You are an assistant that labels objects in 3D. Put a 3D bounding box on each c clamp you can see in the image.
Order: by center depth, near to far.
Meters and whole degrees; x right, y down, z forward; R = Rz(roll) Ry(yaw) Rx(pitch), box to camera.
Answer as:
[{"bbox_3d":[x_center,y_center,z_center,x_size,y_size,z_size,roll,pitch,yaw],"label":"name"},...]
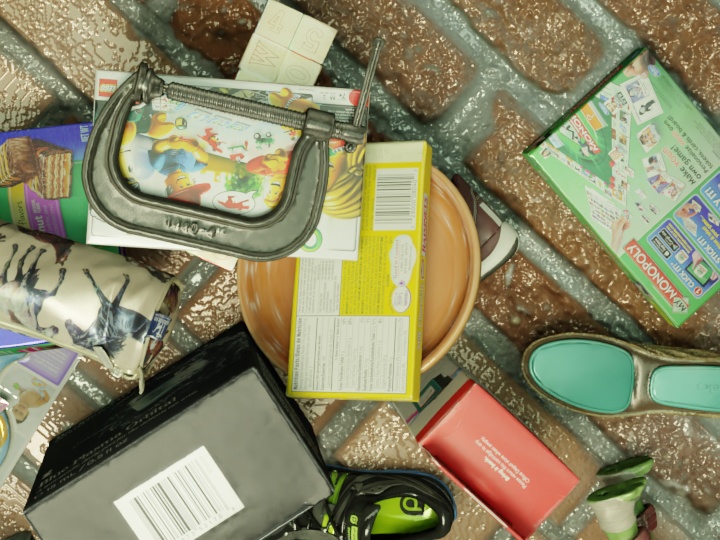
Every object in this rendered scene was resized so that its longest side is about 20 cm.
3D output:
[{"bbox_3d":[-0.094,-0.094,0.983,0.200,0.027,0.171,7,100,-9],"label":"c clamp"}]

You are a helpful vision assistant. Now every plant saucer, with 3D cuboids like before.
[{"bbox_3d":[0.000,0.000,1.093,0.200,0.037,0.200,-4,77,17],"label":"plant saucer"}]

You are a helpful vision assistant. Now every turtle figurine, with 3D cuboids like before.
[{"bbox_3d":[0.275,0.256,1.159,0.144,0.200,0.194,-24,96,-38],"label":"turtle figurine"}]

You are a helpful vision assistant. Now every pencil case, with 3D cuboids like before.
[{"bbox_3d":[-0.232,0.016,0.994,0.200,0.078,0.089,18,50,-4],"label":"pencil case"}]

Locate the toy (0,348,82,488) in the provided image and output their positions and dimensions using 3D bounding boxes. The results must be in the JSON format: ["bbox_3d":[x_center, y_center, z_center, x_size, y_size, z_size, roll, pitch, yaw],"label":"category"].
[{"bbox_3d":[-0.326,0.122,1.120,0.115,0.047,0.200,32,92,-7],"label":"toy"}]

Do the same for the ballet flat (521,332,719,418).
[{"bbox_3d":[0.230,0.091,1.170,0.200,0.065,0.071,10,94,-5],"label":"ballet flat"}]

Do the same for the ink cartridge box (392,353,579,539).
[{"bbox_3d":[0.099,0.138,1.092,0.116,0.200,0.067,42,91,-10],"label":"ink cartridge box"}]

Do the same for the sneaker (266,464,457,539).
[{"bbox_3d":[-0.017,0.200,1.146,0.199,0.083,0.071,-1,96,-6],"label":"sneaker"}]

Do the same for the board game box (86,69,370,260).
[{"bbox_3d":[-0.097,-0.076,1.012,0.200,0.035,0.126,3,95,-7],"label":"board game box"}]

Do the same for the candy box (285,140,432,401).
[{"bbox_3d":[0.000,0.000,1.059,0.102,0.026,0.200,0,78,21],"label":"candy box"}]

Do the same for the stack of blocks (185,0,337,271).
[{"bbox_3d":[-0.089,-0.106,1.086,0.059,0.115,0.200,24,93,-9],"label":"stack of blocks"}]

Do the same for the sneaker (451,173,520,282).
[{"bbox_3d":[0.024,-0.005,1.141,0.200,0.076,0.116,-37,88,-5],"label":"sneaker"}]

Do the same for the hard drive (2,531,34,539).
[{"bbox_3d":[-0.325,0.269,1.060,0.139,0.200,0.033,-24,99,-3],"label":"hard drive"}]

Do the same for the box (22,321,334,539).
[{"bbox_3d":[-0.139,0.151,1.067,0.197,0.200,0.117,-32,100,-2],"label":"box"}]

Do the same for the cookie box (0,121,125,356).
[{"bbox_3d":[-0.287,-0.018,1.074,0.200,0.075,0.171,-8,81,-6],"label":"cookie box"}]

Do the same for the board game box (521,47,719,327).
[{"bbox_3d":[0.252,-0.070,1.172,0.135,0.029,0.200,-42,99,1],"label":"board game box"}]
